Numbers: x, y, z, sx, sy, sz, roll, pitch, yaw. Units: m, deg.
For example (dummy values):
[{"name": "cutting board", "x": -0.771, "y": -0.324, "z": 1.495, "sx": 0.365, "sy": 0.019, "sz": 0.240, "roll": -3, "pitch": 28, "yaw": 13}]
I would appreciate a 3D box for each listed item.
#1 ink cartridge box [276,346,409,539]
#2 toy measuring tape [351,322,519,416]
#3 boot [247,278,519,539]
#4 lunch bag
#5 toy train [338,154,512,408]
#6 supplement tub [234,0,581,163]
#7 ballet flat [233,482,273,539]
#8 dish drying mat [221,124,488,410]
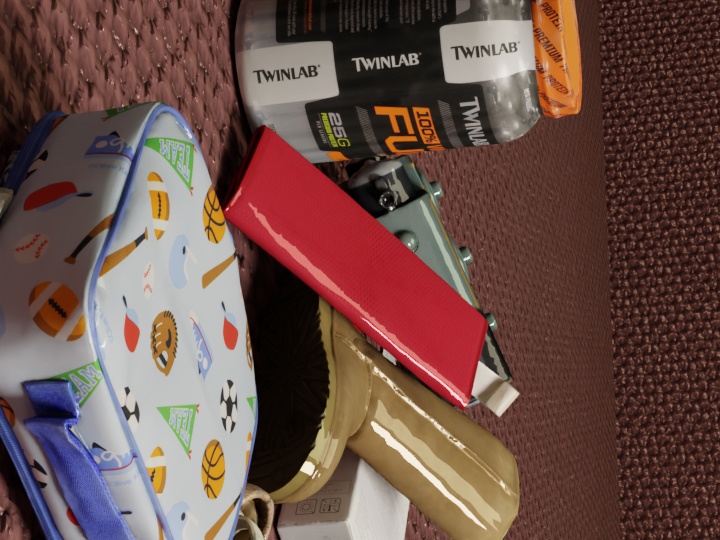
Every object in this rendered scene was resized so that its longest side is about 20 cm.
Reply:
[{"name": "ink cartridge box", "x": -0.004, "y": 0.135, "z": 1.116, "sx": 0.200, "sy": 0.050, "sz": 0.109, "roll": -79, "pitch": 158, "yaw": -52}, {"name": "toy measuring tape", "x": 0.028, "y": 0.034, "z": 1.087, "sx": 0.200, "sy": 0.074, "sz": 0.074, "roll": 39, "pitch": 29, "yaw": -12}, {"name": "boot", "x": 0.022, "y": 0.115, "z": 1.014, "sx": 0.200, "sy": 0.066, "sz": 0.176, "roll": 44, "pitch": 33, "yaw": -28}, {"name": "lunch bag", "x": -0.102, "y": 0.037, "z": 0.705, "sx": 0.161, "sy": 0.075, "sz": 0.201, "roll": -77, "pitch": 158, "yaw": -46}, {"name": "toy train", "x": 0.044, "y": 0.008, "z": 1.186, "sx": 0.114, "sy": 0.085, "sz": 0.201, "roll": -130, "pitch": -164, "yaw": -84}, {"name": "supplement tub", "x": 0.032, "y": -0.134, "z": 1.044, "sx": 0.122, "sy": 0.199, "sz": 0.123, "roll": -5, "pitch": 90, "yaw": -75}, {"name": "ballet flat", "x": -0.071, "y": 0.186, "z": 0.784, "sx": 0.068, "sy": 0.067, "sz": 0.201, "roll": 62, "pitch": 27, "yaw": -57}, {"name": "dish drying mat", "x": 0.000, "y": 0.000, "z": 1.019, "sx": 0.200, "sy": 0.018, "sz": 0.077, "roll": 41, "pitch": 42, "yaw": -23}]
